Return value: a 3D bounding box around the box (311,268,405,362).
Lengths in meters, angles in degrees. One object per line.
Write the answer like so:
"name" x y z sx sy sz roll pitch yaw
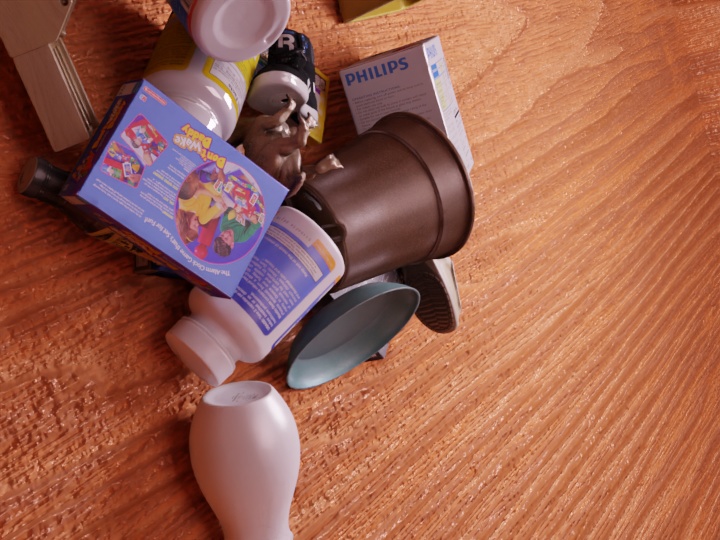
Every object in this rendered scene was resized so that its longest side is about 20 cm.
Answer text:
"box" 0.000 0.000 1.588 0.158 0.048 0.200 50 44 -37

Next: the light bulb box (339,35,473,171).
"light bulb box" 0.070 -0.212 1.627 0.198 0.125 0.200 -57 131 -73

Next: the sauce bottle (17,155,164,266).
"sauce bottle" -0.253 -0.060 1.188 0.200 0.066 0.066 25 61 -33

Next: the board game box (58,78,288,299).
"board game box" -0.183 -0.079 1.168 0.200 0.045 0.135 37 71 -33

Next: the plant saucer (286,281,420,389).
"plant saucer" -0.017 0.074 1.451 0.200 0.200 0.036 0 49 -56

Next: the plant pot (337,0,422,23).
"plant pot" 0.060 -0.498 1.683 0.194 0.195 0.200 -31 101 -55

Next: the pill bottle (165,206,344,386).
"pill bottle" -0.121 0.031 1.299 0.200 0.112 0.112 -45 123 -21

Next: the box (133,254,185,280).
"box" -0.182 -0.047 1.339 0.200 0.032 0.121 10 74 -53

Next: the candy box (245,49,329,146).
"candy box" -0.111 -0.249 1.504 0.200 0.026 0.102 31 61 -49

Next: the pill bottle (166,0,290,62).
"pill bottle" -0.164 -0.322 1.238 0.112 0.112 0.200 27 23 -51

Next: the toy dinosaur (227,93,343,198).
"toy dinosaur" -0.107 -0.125 1.326 0.086 0.135 0.200 45 11 -44

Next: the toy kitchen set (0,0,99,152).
"toy kitchen set" -0.250 -0.252 1.179 0.163 0.200 0.181 -121 -170 -72

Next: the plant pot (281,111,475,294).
"plant pot" 0.004 -0.072 1.439 0.198 0.200 0.201 -27 106 -36

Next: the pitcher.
"pitcher" -0.120 0.223 1.311 0.172 0.121 0.200 -59 144 -72

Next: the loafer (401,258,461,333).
"loafer" 0.098 -0.007 1.624 0.068 0.076 0.200 -40 115 -46

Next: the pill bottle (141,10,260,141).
"pill bottle" -0.184 -0.205 1.287 0.114 0.114 0.200 51 37 -37

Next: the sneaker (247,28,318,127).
"sneaker" -0.096 -0.247 1.404 0.200 0.073 0.112 50 36 -82
